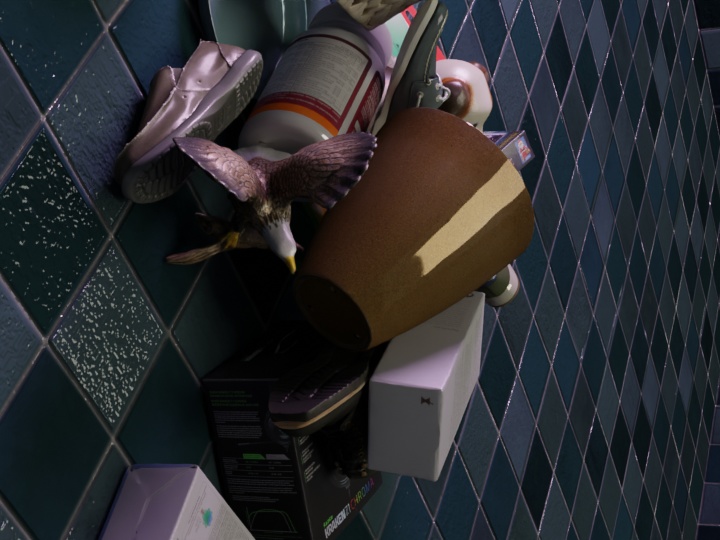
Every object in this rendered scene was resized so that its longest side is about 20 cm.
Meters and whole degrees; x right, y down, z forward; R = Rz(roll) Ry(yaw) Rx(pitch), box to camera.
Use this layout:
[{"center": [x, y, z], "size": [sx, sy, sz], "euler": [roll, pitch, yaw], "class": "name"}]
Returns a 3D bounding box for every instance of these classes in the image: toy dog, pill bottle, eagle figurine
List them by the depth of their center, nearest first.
[{"center": [-0.079, -0.070, 1.167], "size": [0.152, 0.151, 0.200], "euler": [-47, 169, -28], "class": "eagle figurine"}, {"center": [-0.039, -0.172, 1.344], "size": [0.110, 0.109, 0.200], "euler": [66, 35, -39], "class": "pill bottle"}, {"center": [0.049, -0.177, 1.484], "size": [0.139, 0.199, 0.195], "euler": [-27, 113, -63], "class": "toy dog"}]

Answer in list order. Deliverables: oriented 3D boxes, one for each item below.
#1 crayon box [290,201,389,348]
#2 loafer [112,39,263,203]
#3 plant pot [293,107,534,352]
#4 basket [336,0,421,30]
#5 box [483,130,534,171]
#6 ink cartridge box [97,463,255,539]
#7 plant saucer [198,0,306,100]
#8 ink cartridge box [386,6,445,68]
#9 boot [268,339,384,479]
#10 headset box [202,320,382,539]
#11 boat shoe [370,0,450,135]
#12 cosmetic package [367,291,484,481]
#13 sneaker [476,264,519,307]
[{"center": [0.000, 0.000, 1.406], "size": [0.200, 0.052, 0.126], "euler": [48, 25, 6], "class": "crayon box"}, {"center": [-0.164, -0.137, 1.205], "size": [0.200, 0.070, 0.075], "euler": [-53, 166, -38], "class": "loafer"}, {"center": [0.033, -0.020, 1.276], "size": [0.200, 0.186, 0.187], "euler": [-46, 132, -30], "class": "plant pot"}, {"center": [0.040, -0.345, 1.304], "size": [0.123, 0.200, 0.136], "euler": [39, 25, -54], "class": "basket"}, {"center": [0.088, -0.094, 1.555], "size": [0.200, 0.136, 0.038], "euler": [-41, 119, -30], "class": "box"}, {"center": [-0.150, 0.279, 1.178], "size": [0.200, 0.076, 0.137], "euler": [60, 38, -42], "class": "ink cartridge box"}, {"center": [-0.111, -0.269, 1.355], "size": [0.200, 0.027, 0.201], "euler": [-2, 90, -65], "class": "plant saucer"}, {"center": [0.058, -0.278, 1.623], "size": [0.161, 0.050, 0.200], "euler": [57, 35, -8], "class": "ink cartridge box"}, {"center": [-0.018, 0.151, 1.259], "size": [0.200, 0.077, 0.139], "euler": [-34, 122, -60], "class": "boot"}, {"center": [-0.064, 0.156, 1.350], "size": [0.174, 0.092, 0.201], "euler": [-35, 119, -61], "class": "headset box"}, {"center": [0.058, -0.182, 1.362], "size": [0.073, 0.062, 0.200], "euler": [-78, -172, -56], "class": "boat shoe"}, {"center": [0.066, 0.103, 1.305], "size": [0.200, 0.071, 0.102], "euler": [-58, 153, -60], "class": "cosmetic package"}, {"center": [0.110, -0.049, 1.570], "size": [0.090, 0.067, 0.200], "euler": [37, 16, -53], "class": "sneaker"}]
